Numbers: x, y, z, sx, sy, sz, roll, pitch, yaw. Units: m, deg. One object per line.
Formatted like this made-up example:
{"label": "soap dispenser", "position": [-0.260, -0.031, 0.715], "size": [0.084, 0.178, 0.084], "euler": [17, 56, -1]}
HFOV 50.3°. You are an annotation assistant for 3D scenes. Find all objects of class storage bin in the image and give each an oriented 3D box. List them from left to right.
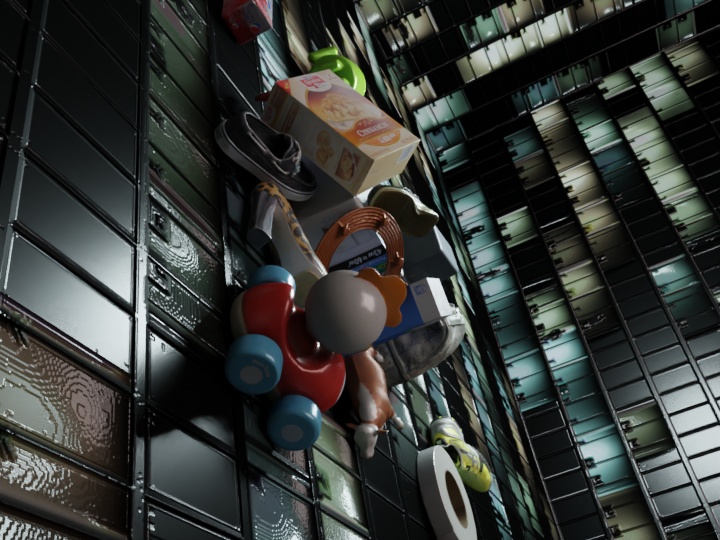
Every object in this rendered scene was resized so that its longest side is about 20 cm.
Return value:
{"label": "storage bin", "position": [0.151, -0.022, 1.854], "size": [0.200, 0.134, 0.146], "euler": [42, 28, -58]}

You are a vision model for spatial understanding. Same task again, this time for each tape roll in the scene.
{"label": "tape roll", "position": [0.158, 0.420, 1.394], "size": [0.203, 0.037, 0.203], "euler": [-90, 154, -59]}

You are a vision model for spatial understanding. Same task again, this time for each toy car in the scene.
{"label": "toy car", "position": [-0.031, 0.072, 0.887], "size": [0.177, 0.199, 0.185], "euler": [60, 16, -25]}

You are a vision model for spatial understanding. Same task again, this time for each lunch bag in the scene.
{"label": "lunch bag", "position": [0.094, 0.117, 1.352], "size": [0.140, 0.167, 0.200], "euler": [70, 14, 9]}

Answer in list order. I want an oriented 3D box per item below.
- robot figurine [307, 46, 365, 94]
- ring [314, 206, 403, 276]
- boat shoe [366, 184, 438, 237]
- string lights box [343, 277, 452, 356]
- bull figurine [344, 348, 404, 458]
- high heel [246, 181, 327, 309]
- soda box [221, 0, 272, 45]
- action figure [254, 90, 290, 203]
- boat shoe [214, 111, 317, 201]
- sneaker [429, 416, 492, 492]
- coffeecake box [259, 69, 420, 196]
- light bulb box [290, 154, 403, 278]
{"label": "robot figurine", "position": [-0.052, -0.431, 1.764], "size": [0.200, 0.115, 0.176], "euler": [-32, 100, -76]}
{"label": "ring", "position": [0.000, 0.000, 1.194], "size": [0.019, 0.201, 0.201], "euler": [22, -23, 43]}
{"label": "boat shoe", "position": [0.060, -0.105, 1.280], "size": [0.066, 0.072, 0.201], "euler": [45, 15, 30]}
{"label": "string lights box", "position": [0.021, 0.074, 1.079], "size": [0.103, 0.199, 0.059], "euler": [7, 61, -75]}
{"label": "bull figurine", "position": [0.013, 0.187, 1.158], "size": [0.121, 0.065, 0.201], "euler": [52, 23, -58]}
{"label": "high heel", "position": [-0.090, -0.033, 1.099], "size": [0.200, 0.071, 0.143], "euler": [52, 21, -32]}
{"label": "soda box", "position": [-0.203, -0.490, 1.386], "size": [0.064, 0.070, 0.201], "euler": [57, 17, -38]}
{"label": "action figure", "position": [-0.133, -0.185, 1.223], "size": [0.065, 0.051, 0.201], "euler": [31, 43, -58]}
{"label": "boat shoe", "position": [-0.119, -0.168, 1.119], "size": [0.200, 0.068, 0.072], "euler": [34, 39, -44]}
{"label": "sneaker", "position": [0.198, 0.388, 1.549], "size": [0.200, 0.075, 0.077], "euler": [51, 27, -21]}
{"label": "coffeecake box", "position": [-0.031, -0.221, 1.201], "size": [0.200, 0.073, 0.153], "euler": [40, 36, 12]}
{"label": "light bulb box", "position": [-0.031, -0.093, 1.298], "size": [0.199, 0.124, 0.200], "euler": [-98, 161, -46]}
